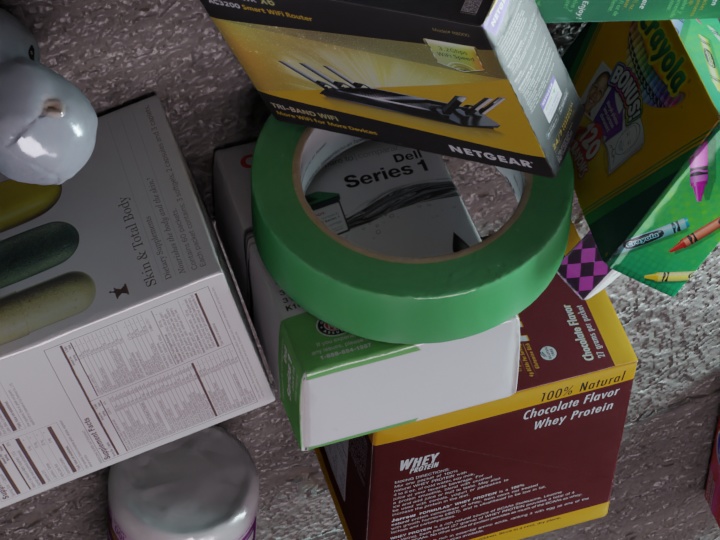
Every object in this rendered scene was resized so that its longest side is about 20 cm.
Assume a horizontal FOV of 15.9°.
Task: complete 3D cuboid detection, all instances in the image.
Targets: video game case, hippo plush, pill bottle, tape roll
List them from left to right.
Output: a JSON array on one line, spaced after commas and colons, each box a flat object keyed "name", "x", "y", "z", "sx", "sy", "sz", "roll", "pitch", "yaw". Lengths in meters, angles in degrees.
[{"name": "hippo plush", "x": -0.237, "y": -0.067, "z": 1.497, "sx": 0.161, "sy": 0.200, "sz": 0.159, "roll": -43, "pitch": 155, "yaw": -13}, {"name": "pill bottle", "x": -0.133, "y": 0.209, "z": 1.922, "sx": 0.112, "sy": 0.113, "sz": 0.200, "roll": -12, "pitch": 143, "yaw": -14}, {"name": "tape roll", "x": 0.032, "y": -0.048, "z": 1.600, "sx": 0.199, "sy": 0.201, "sz": 0.048, "roll": -14, "pitch": 142, "yaw": -11}, {"name": "video game case", "x": 0.232, "y": -0.080, "z": 1.729, "sx": 0.200, "sy": 0.036, "sz": 0.181, "roll": -49, "pitch": 173, "yaw": 32}]

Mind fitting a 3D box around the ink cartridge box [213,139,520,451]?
[{"name": "ink cartridge box", "x": 0.000, "y": 0.000, "z": 1.649, "sx": 0.145, "sy": 0.200, "sz": 0.085, "roll": -15, "pitch": 141, "yaw": -12}]

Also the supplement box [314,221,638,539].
[{"name": "supplement box", "x": 0.077, "y": 0.095, "z": 1.869, "sx": 0.196, "sy": 0.133, "sz": 0.200, "roll": -14, "pitch": 144, "yaw": -12}]

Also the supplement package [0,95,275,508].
[{"name": "supplement package", "x": -0.181, "y": 0.022, "z": 1.617, "sx": 0.199, "sy": 0.152, "sz": 0.151, "roll": -21, "pitch": 144, "yaw": -1}]

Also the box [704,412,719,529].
[{"name": "box", "x": 0.354, "y": 0.156, "z": 2.130, "sx": 0.099, "sy": 0.096, "sz": 0.200, "roll": -15, "pitch": 144, "yaw": -11}]

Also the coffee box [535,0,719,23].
[{"name": "coffee box", "x": 0.164, "y": -0.203, "z": 1.542, "sx": 0.199, "sy": 0.123, "sz": 0.044, "roll": -3, "pitch": 138, "yaw": -23}]

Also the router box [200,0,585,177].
[{"name": "router box", "x": 0.016, "y": -0.133, "z": 1.507, "sx": 0.199, "sy": 0.052, "sz": 0.157, "roll": 13, "pitch": 155, "yaw": 28}]

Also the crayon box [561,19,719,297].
[{"name": "crayon box", "x": 0.184, "y": -0.092, "z": 1.610, "sx": 0.058, "sy": 0.200, "sz": 0.119, "roll": 24, "pitch": 117, "yaw": -26}]
